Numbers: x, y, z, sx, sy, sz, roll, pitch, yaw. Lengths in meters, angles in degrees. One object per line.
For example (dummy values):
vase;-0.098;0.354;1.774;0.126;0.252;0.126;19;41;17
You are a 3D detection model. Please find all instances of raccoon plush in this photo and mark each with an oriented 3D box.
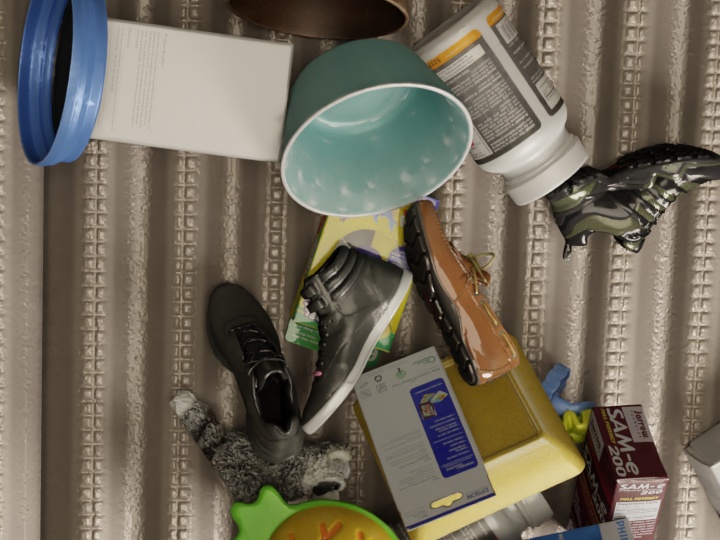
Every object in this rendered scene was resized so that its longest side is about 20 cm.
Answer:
raccoon plush;-0.096;0.184;1.576;0.133;0.097;0.201;-36;100;-10

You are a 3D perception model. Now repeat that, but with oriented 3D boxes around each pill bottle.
pill bottle;0.108;0.291;1.603;0.199;0.111;0.111;-36;101;-1
pill bottle;0.147;-0.177;1.543;0.116;0.116;0.201;-36;100;-2

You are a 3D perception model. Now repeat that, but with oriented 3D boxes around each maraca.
maraca;-0.049;0.299;1.513;0.198;0.107;0.139;20;90;-1

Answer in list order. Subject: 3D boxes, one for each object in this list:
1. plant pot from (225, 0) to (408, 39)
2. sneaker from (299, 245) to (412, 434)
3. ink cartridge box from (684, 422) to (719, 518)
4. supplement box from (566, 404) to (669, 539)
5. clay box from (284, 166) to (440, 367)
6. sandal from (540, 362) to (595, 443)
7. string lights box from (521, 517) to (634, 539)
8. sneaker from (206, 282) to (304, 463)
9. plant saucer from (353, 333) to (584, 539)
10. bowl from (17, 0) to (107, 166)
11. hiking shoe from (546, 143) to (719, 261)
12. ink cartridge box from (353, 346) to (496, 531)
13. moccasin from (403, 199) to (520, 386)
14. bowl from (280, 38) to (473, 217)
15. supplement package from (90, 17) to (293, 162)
plant pot;-0.035;-0.357;1.476;0.185;0.187;0.203;6;83;-8
sneaker;-0.035;0.064;1.523;0.099;0.071;0.201;31;80;-9
ink cartridge box;0.483;0.256;1.663;0.144;0.083;0.201;-31;101;-3
supplement box;0.274;0.254;1.578;0.060;0.109;0.202;-2;129;-7
clay box;0.000;0.000;1.582;0.114;0.048;0.202;17;94;-10
sandal;0.167;0.155;1.620;0.197;0.080;0.088;-8;70;-3
string lights box;0.192;0.330;1.524;0.198;0.059;0.103;-13;129;5
sneaker;-0.105;0.097;1.536;0.075;0.091;0.202;-21;72;-16
plant saucer;0.108;0.163;1.549;0.198;0.201;0.049;-23;140;-4
bowl;-0.294;-0.202;1.443;0.039;0.200;0.203;4;98;-27
hiking shoe;0.306;-0.075;1.608;0.198;0.076;0.102;-14;108;4
ink cartridge box;0.064;0.176;1.493;0.098;0.201;0.039;-20;138;-1
moccasin;0.107;0.018;1.535;0.077;0.074;0.203;-26;84;-18
bowl;0.005;-0.156;1.478;0.198;0.202;0.106;-14;56;-6
supplement package;-0.175;-0.184;1.496;0.197;0.120;0.123;7;96;-8
